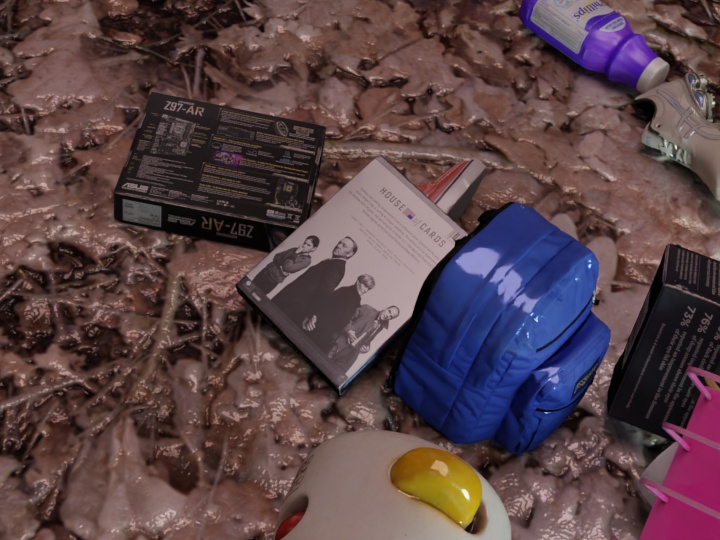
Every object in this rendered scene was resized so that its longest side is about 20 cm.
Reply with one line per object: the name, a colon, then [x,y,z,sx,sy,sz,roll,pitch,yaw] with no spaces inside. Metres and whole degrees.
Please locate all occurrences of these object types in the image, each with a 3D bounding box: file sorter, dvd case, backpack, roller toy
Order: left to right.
dvd case: [0.000,0.000,1.187,0.200,0.025,0.150,-42,71,-15]
roller toy: [0.020,0.218,0.941,0.180,0.201,0.141,-2,41,26]
backpack: [0.139,0.048,1.105,0.167,0.201,0.162,32,50,18]
file sorter: [0.279,0.194,0.936,0.138,0.125,0.202,22,83,32]

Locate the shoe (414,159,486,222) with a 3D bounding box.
shoe: [0.049,-0.068,1.275,0.091,0.072,0.200,34,56,12]

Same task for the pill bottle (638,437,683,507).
pill bottle: [0.330,0.236,1.035,0.112,0.113,0.201,-20,56,-26]

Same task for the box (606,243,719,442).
box: [0.348,0.089,1.130,0.198,0.149,0.104,22,27,7]

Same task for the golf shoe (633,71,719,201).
golf shoe: [0.378,-0.144,1.419,0.096,0.079,0.201,-12,44,2]

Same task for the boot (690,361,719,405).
boot: [0.400,0.121,1.031,0.199,0.139,0.078,37,20,-5]

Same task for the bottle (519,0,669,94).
bottle: [0.292,-0.291,1.521,0.083,0.066,0.200,-31,61,-33]

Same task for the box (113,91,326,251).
box: [-0.144,-0.104,1.290,0.197,0.044,0.162,10,48,-1]
